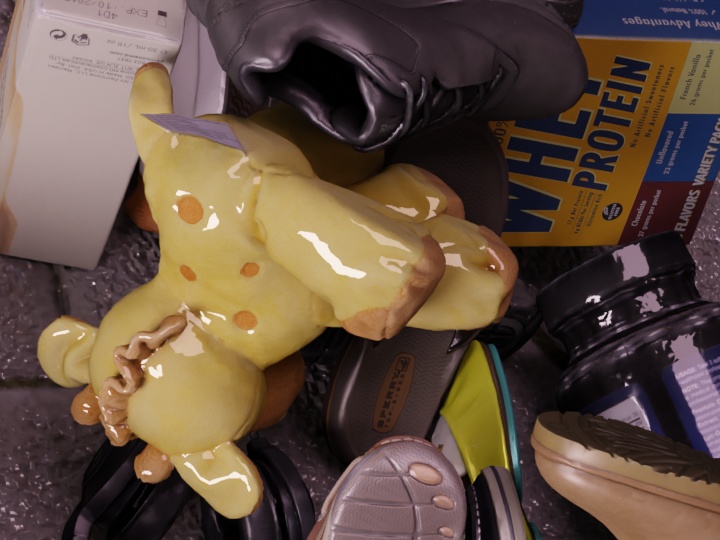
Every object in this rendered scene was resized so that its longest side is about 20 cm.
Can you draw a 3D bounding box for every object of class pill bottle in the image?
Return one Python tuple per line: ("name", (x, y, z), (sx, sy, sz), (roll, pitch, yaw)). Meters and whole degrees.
("pill bottle", (0.170, 0.087, 1.083), (0.112, 0.112, 0.201), (-16, 77, -30))

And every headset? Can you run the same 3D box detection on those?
("headset", (-0.082, 0.114, 1.020), (0.123, 0.094, 0.201), (16, 69, -17))

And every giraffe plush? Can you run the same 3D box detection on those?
("giraffe plush", (-0.053, 0.019, 0.942), (0.199, 0.163, 0.173), (14, 21, -38))

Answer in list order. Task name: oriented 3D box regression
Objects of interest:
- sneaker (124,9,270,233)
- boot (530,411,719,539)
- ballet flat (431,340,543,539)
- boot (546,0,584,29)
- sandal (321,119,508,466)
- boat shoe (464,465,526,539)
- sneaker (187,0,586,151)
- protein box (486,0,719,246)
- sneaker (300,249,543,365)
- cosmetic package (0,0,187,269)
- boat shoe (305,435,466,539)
("sneaker", (-0.090, -0.113, 1.129), (0.073, 0.084, 0.201), (37, 56, -48))
("boot", (0.129, 0.182, 0.975), (0.175, 0.201, 0.066), (19, 10, -12))
("ballet flat", (0.062, 0.130, 1.064), (0.067, 0.067, 0.201), (-12, 64, -5))
("boot", (0.051, -0.216, 1.031), (0.200, 0.131, 0.068), (34, 39, 25))
("sandal", (0.031, 0.015, 1.047), (0.081, 0.201, 0.055), (11, 14, -27))
("boat shoe", (0.046, 0.191, 0.979), (0.062, 0.075, 0.201), (7, 83, 0))
("sneaker", (0.018, -0.090, 0.946), (0.199, 0.076, 0.091), (7, 44, -25))
("protein box", (0.078, -0.125, 1.149), (0.198, 0.135, 0.200), (-1, 38, -23))
("sneaker", (0.000, 0.000, 1.121), (0.199, 0.076, 0.091), (8, 49, -29))
("cosmetic package", (-0.142, -0.098, 1.037), (0.071, 0.200, 0.106), (11, 54, -14))
("boat shoe", (-0.008, 0.166, 0.958), (0.076, 0.201, 0.072), (27, 8, -8))
